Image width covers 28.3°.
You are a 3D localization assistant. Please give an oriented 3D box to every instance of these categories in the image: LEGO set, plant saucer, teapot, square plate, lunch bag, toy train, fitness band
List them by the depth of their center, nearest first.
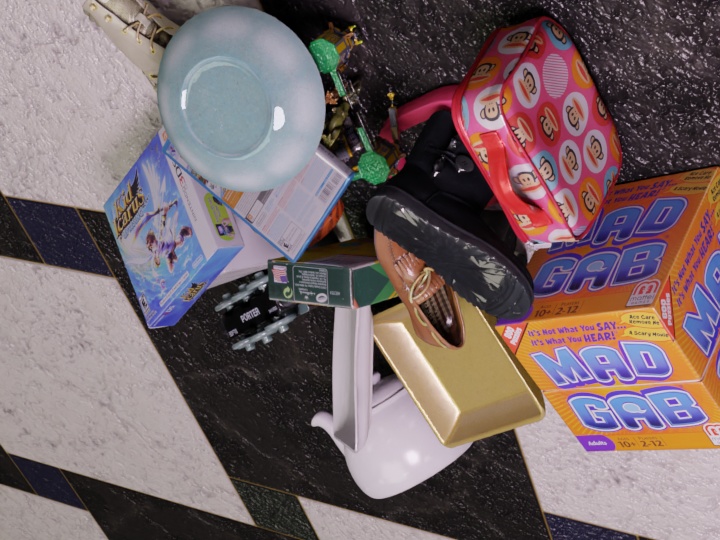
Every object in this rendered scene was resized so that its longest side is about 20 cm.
[{"bbox_3d":[0.172,-0.125,1.391,0.081,0.177,0.201,-6,129,39],"label":"lunch bag"},{"bbox_3d":[-0.135,-0.176,1.508,0.199,0.039,0.203,7,111,19],"label":"plant saucer"},{"bbox_3d":[0.104,-0.133,1.572,0.144,0.038,0.199,49,143,-18],"label":"fitness band"},{"bbox_3d":[-0.028,-0.183,1.573,0.153,0.116,0.201,-24,105,32],"label":"LEGO set"},{"bbox_3d":[0.125,0.109,1.765,0.199,0.048,0.201,-26,98,50],"label":"plant saucer"},{"bbox_3d":[-0.010,0.122,1.817,0.028,0.203,0.198,1,179,-8],"label":"square plate"},{"bbox_3d":[-0.113,0.044,1.903,0.200,0.113,0.086,-29,86,57],"label":"toy train"},{"bbox_3d":[0.054,0.201,1.924,0.147,0.199,0.197,60,169,-4],"label":"teapot"}]

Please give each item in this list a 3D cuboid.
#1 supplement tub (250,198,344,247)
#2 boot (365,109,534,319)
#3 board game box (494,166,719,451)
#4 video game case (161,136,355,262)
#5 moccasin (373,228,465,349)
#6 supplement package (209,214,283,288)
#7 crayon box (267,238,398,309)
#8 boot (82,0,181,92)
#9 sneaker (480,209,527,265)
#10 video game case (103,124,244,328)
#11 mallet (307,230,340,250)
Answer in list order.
[{"bbox_3d":[-0.111,-0.125,1.679,0.122,0.123,0.201,-8,129,45],"label":"supplement tub"},{"bbox_3d":[0.121,-0.065,1.457,0.199,0.168,0.077,35,142,6],"label":"boot"},{"bbox_3d":[0.301,0.046,1.481,0.199,0.201,0.200,-9,129,45],"label":"board game box"},{"bbox_3d":[-0.115,-0.120,1.566,0.200,0.018,0.143,40,129,4],"label":"video game case"},{"bbox_3d":[0.071,0.010,1.609,0.077,0.073,0.203,27,143,49],"label":"moccasin"},{"bbox_3d":[-0.198,-0.039,1.837,0.199,0.113,0.111,-18,85,49],"label":"supplement package"},{"bbox_3d":[0.000,0.000,1.687,0.126,0.199,0.051,5,103,37],"label":"crayon box"},{"bbox_3d":[-0.238,-0.273,1.619,0.155,0.072,0.200,47,164,-16],"label":"boot"},{"bbox_3d":[0.117,-0.025,1.618,0.114,0.076,0.201,20,167,20],"label":"sneaker"},{"bbox_3d":[-0.234,-0.056,1.754,0.200,0.045,0.183,-44,61,44],"label":"video game case"},{"bbox_3d":[-0.113,-0.049,1.859,0.199,0.041,0.066,4,139,42],"label":"mallet"}]
